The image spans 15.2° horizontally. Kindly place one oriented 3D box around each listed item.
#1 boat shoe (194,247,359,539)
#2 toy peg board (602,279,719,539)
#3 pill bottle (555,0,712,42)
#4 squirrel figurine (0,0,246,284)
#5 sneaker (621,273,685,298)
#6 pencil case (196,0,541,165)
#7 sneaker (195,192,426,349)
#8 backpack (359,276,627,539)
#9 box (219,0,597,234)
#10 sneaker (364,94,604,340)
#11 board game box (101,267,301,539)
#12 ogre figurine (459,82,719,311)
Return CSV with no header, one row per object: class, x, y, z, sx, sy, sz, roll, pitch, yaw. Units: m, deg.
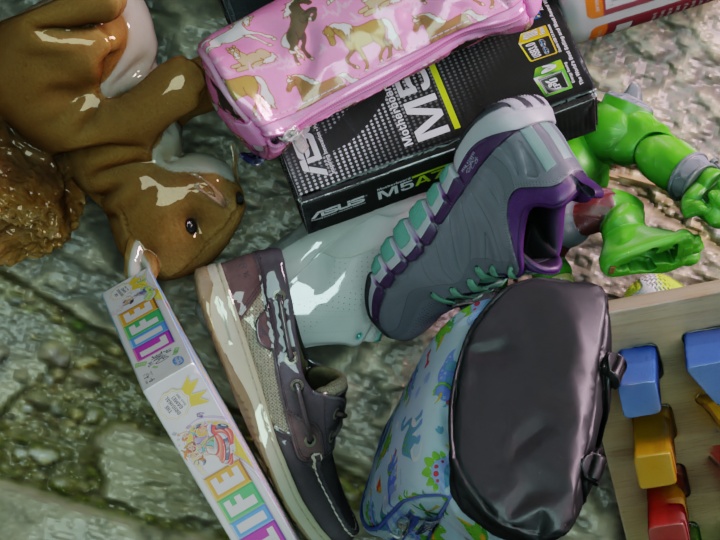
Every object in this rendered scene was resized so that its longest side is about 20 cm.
boat shoe,-0.038,0.079,1.634,0.064,0.072,0.201,-22,106,4
toy peg board,0.244,0.112,1.608,0.199,0.098,0.200,-11,115,10
pill bottle,0.203,-0.221,1.674,0.199,0.113,0.114,-17,89,-5
squirrel figurine,-0.167,-0.073,1.651,0.199,0.142,0.188,-22,100,10
sneaker,0.230,0.092,1.695,0.200,0.076,0.105,36,104,-2
pencil case,0.005,-0.139,1.582,0.199,0.083,0.087,-29,92,-8
sneaker,0.000,0.000,1.680,0.199,0.075,0.089,-34,100,3
backpack,0.076,0.110,1.613,0.153,0.200,0.164,8,67,8
box,0.023,-0.143,1.652,0.192,0.048,0.201,-18,62,-5
sneaker,0.070,-0.008,1.594,0.074,0.200,0.088,-15,58,-39
board game box,-0.083,0.110,1.593,0.034,0.135,0.201,-29,118,-3
ogre figurine,0.133,-0.035,1.655,0.098,0.200,0.120,9,51,-38
